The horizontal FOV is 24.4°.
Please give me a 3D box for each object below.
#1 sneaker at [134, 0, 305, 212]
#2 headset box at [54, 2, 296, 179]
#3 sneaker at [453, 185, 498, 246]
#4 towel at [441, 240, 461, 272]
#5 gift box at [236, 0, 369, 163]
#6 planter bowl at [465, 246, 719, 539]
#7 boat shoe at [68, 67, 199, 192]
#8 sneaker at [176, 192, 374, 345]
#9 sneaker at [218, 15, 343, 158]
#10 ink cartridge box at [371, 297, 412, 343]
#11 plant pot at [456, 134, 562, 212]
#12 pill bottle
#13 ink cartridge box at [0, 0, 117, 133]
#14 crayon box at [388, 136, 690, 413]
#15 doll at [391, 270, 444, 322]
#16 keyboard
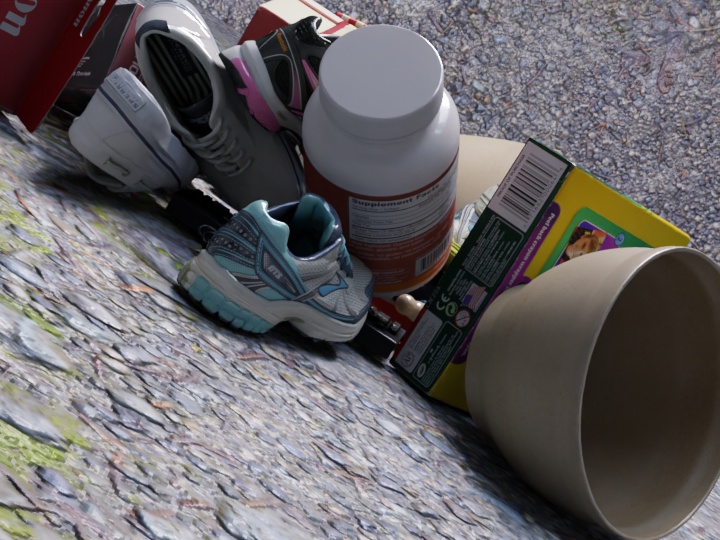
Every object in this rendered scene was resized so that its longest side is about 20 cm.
[{"bbox_3d":[-0.109,-0.105,1.232,0.200,0.073,0.071,55,22,-17],"label":"sneaker"},{"bbox_3d":[-0.164,-0.144,1.336,0.200,0.075,0.148,28,-12,-35],"label":"headset box"},{"bbox_3d":[0.114,-0.004,1.450,0.078,0.086,0.200,60,3,-18],"label":"sneaker"},{"bbox_3d":[0.054,-0.027,1.406,0.200,0.018,0.086,43,-10,47],"label":"towel"},{"bbox_3d":[-0.046,-0.153,1.661,0.200,0.185,0.187,37,17,-2],"label":"gift box"},{"bbox_3d":[0.158,0.076,1.160,0.135,0.201,0.200,9,-11,42],"label":"planter bowl"},{"bbox_3d":[-0.169,-0.090,1.182,0.074,0.067,0.200,50,-4,12],"label":"boat shoe"},{"bbox_3d":[-0.032,-0.005,1.107,0.078,0.086,0.200,42,17,20],"label":"sneaker"},{"bbox_3d":[-0.020,-0.130,1.252,0.081,0.086,0.200,65,15,19],"label":"sneaker"},{"bbox_3d":[0.000,0.000,1.384,0.162,0.050,0.200,29,7,-25],"label":"ink cartridge box"},{"bbox_3d":[0.092,-0.072,1.784,0.200,0.188,0.187,22,3,23],"label":"plant pot"},{"bbox_3d":[0.014,-0.078,1.192,0.112,0.112,0.200,37,-26,23],"label":"pill bottle"},{"bbox_3d":[-0.244,-0.225,1.200,0.084,0.200,0.176,26,10,-39],"label":"ink cartridge box"},{"bbox_3d":[0.140,0.022,1.272,0.172,0.200,0.058,25,10,-46],"label":"crayon box"},{"bbox_3d":[0.048,0.012,1.343,0.200,0.048,0.136,48,14,1],"label":"doll"},{"bbox_3d":[-0.057,0.001,1.226,0.200,0.021,0.127,33,15,3],"label":"keyboard"}]
